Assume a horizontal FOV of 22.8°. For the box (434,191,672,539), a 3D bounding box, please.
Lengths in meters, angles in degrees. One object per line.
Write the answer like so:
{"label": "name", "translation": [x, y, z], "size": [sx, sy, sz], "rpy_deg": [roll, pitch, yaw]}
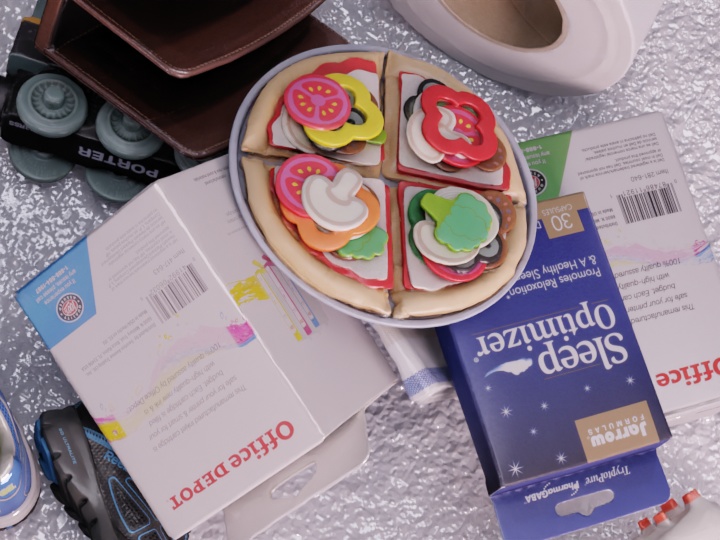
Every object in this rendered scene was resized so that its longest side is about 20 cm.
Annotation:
{"label": "box", "translation": [0.115, 0.059, 1.100], "size": [0.120, 0.032, 0.202], "rpy_deg": [-13, 76, -19]}

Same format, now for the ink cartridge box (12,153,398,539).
{"label": "ink cartridge box", "translation": [-0.083, 0.051, 1.072], "size": [0.201, 0.128, 0.125], "rpy_deg": [57, 26, 1]}

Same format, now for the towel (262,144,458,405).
{"label": "towel", "translation": [0.000, 0.000, 1.136], "size": [0.024, 0.147, 0.201], "rpy_deg": [-35, 82, 9]}

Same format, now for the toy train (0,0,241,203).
{"label": "toy train", "translation": [-0.146, -0.107, 1.168], "size": [0.198, 0.085, 0.115], "rpy_deg": [16, 60, -7]}

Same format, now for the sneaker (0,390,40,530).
{"label": "sneaker", "translation": [-0.258, 0.063, 1.088], "size": [0.075, 0.077, 0.201], "rpy_deg": [-36, 81, -18]}

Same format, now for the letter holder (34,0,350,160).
{"label": "letter holder", "translation": [-0.083, -0.174, 1.136], "size": [0.142, 0.101, 0.200], "rpy_deg": [37, 40, 11]}

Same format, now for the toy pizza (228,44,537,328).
{"label": "toy pizza", "translation": [0.018, -0.059, 1.077], "size": [0.198, 0.032, 0.202], "rpy_deg": [10, 58, -16]}

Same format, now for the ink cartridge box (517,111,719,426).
{"label": "ink cartridge box", "translation": [0.158, 0.012, 1.189], "size": [0.143, 0.084, 0.202], "rpy_deg": [-13, 75, -16]}

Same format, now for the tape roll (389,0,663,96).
{"label": "tape roll", "translation": [0.105, -0.206, 1.186], "size": [0.201, 0.203, 0.071], "rpy_deg": [31, 68, -1]}

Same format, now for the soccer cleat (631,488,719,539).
{"label": "soccer cleat", "translation": [0.167, 0.217, 1.137], "size": [0.199, 0.069, 0.078], "rpy_deg": [-30, 84, -22]}

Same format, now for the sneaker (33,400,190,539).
{"label": "sneaker", "translation": [-0.127, 0.165, 1.085], "size": [0.081, 0.073, 0.202], "rpy_deg": [-21, 79, -19]}
